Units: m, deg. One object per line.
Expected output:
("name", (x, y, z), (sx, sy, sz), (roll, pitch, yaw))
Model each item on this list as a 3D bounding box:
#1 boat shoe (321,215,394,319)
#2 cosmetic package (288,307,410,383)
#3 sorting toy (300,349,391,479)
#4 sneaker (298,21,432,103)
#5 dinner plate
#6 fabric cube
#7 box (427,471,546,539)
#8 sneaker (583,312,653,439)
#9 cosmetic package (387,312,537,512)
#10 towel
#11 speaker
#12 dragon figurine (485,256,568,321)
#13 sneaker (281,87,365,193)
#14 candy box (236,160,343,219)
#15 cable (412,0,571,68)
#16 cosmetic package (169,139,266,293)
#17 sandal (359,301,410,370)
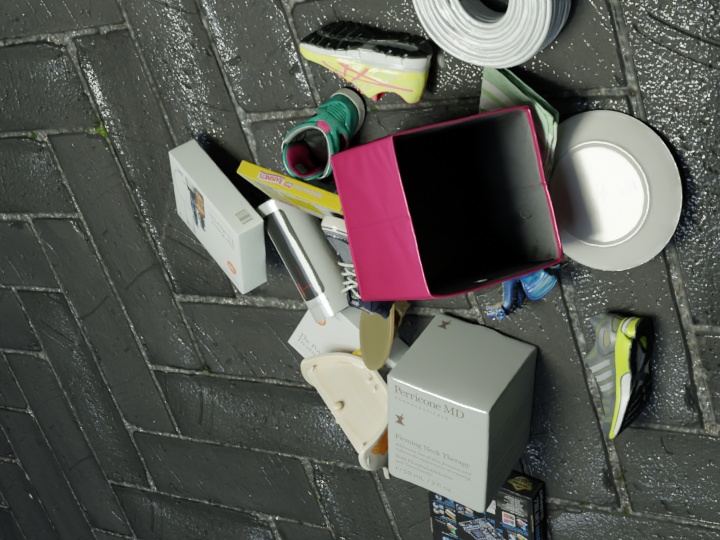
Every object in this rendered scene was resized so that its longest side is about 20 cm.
("boat shoe", (0.000, 0.000, 1.727), (0.074, 0.094, 0.200), (15, 168, 39))
("cosmetic package", (-0.008, 0.131, 1.994), (0.200, 0.052, 0.151), (42, 137, 7))
("sorting toy", (0.008, 0.236, 1.947), (0.200, 0.106, 0.181), (53, 165, 38))
("sneaker", (0.003, -0.268, 1.655), (0.198, 0.078, 0.091), (19, 134, 29))
("dinner plate", (0.297, -0.095, 1.533), (0.198, 0.024, 0.202), (11, 111, 30))
("fabric cube", (0.102, -0.077, 1.546), (0.199, 0.194, 0.202), (-8, 96, 66))
("box", (0.203, 0.397, 2.017), (0.198, 0.050, 0.200), (15, 130, 32))
("sneaker", (0.345, 0.138, 1.689), (0.081, 0.074, 0.202), (25, 129, 37))
("cosmetic package", (0.147, 0.205, 1.823), (0.166, 0.166, 0.202), (18, 131, 25))
("towel", (0.189, -0.149, 1.584), (0.153, 0.023, 0.201), (49, 147, 39))
("speaker", (-0.078, -0.025, 1.889), (0.081, 0.081, 0.201), (-25, 94, 48))
("dragon figurine", (0.237, -0.003, 1.666), (0.199, 0.059, 0.100), (-30, 100, 38))
("sneaker", (-0.063, -0.153, 1.766), (0.083, 0.121, 0.201), (34, 138, 14))
("candy box", (-0.074, -0.101, 1.748), (0.199, 0.027, 0.102), (22, 175, 35))
("cable", (0.152, -0.339, 1.475), (0.199, 0.069, 0.201), (29, 136, 21))
("cosmetic package", (-0.221, -0.083, 1.939), (0.200, 0.051, 0.151), (48, 157, 28))
("sandal", (0.047, 0.043, 1.870), (0.077, 0.069, 0.214), (14, 108, 51))
